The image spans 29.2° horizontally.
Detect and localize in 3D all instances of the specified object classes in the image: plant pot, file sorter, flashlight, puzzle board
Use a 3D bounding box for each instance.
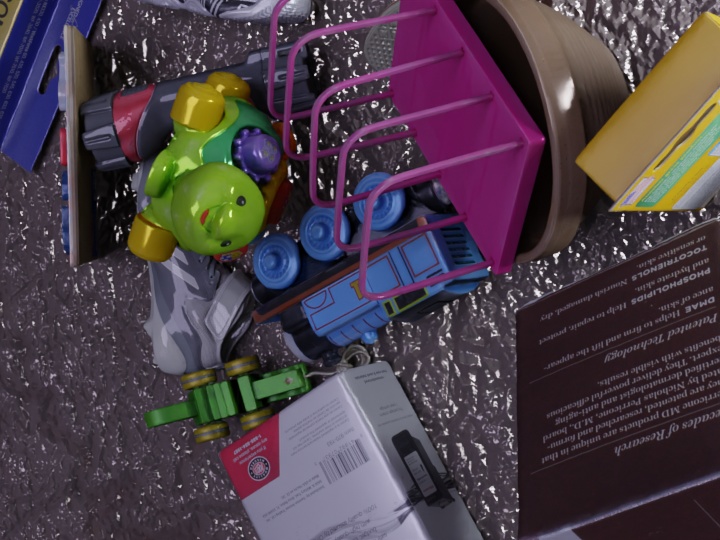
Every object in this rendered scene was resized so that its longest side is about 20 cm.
[{"bbox_3d":[0.132,-0.113,1.001,0.201,0.093,0.201,164,90,-73],"label":"plant pot"},{"bbox_3d":[0.021,-0.100,0.991,0.139,0.125,0.200,97,152,-51],"label":"file sorter"},{"bbox_3d":[-0.132,-0.134,1.165,0.199,0.068,0.068,-10,71,9],"label":"flashlight"},{"bbox_3d":[-0.248,-0.106,1.218,0.017,0.151,0.201,-1,93,-5],"label":"puzzle board"}]

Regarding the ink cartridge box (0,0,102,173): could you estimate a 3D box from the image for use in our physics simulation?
[{"bbox_3d":[-0.357,-0.226,1.322,0.200,0.047,0.198,35,108,28],"label":"ink cartridge box"}]

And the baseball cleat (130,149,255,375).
[{"bbox_3d":[-0.143,-0.011,1.213,0.106,0.070,0.201,-5,92,14],"label":"baseball cleat"}]

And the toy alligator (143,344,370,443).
[{"bbox_3d":[-0.085,0.102,1.183,0.200,0.054,0.059,-17,85,4],"label":"toy alligator"}]

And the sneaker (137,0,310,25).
[{"bbox_3d":[-0.123,-0.274,1.171,0.200,0.075,0.115,17,104,31],"label":"sneaker"}]

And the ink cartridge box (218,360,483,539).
[{"bbox_3d":[-0.002,0.197,1.123,0.145,0.083,0.200,-34,77,27],"label":"ink cartridge box"}]

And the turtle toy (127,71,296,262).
[{"bbox_3d":[-0.108,-0.065,1.060,0.101,0.200,0.146,22,107,4],"label":"turtle toy"}]

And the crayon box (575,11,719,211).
[{"bbox_3d":[0.221,-0.100,0.913,0.052,0.200,0.126,47,113,19],"label":"crayon box"}]

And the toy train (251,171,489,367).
[{"bbox_3d":[0.000,0.000,1.108,0.200,0.087,0.114,-29,76,27],"label":"toy train"}]

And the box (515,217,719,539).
[{"bbox_3d":[0.211,0.111,0.904,0.164,0.166,0.200,-26,38,27],"label":"box"}]

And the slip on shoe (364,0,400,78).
[{"bbox_3d":[0.080,-0.215,1.072,0.074,0.061,0.200,39,129,-16],"label":"slip on shoe"}]
